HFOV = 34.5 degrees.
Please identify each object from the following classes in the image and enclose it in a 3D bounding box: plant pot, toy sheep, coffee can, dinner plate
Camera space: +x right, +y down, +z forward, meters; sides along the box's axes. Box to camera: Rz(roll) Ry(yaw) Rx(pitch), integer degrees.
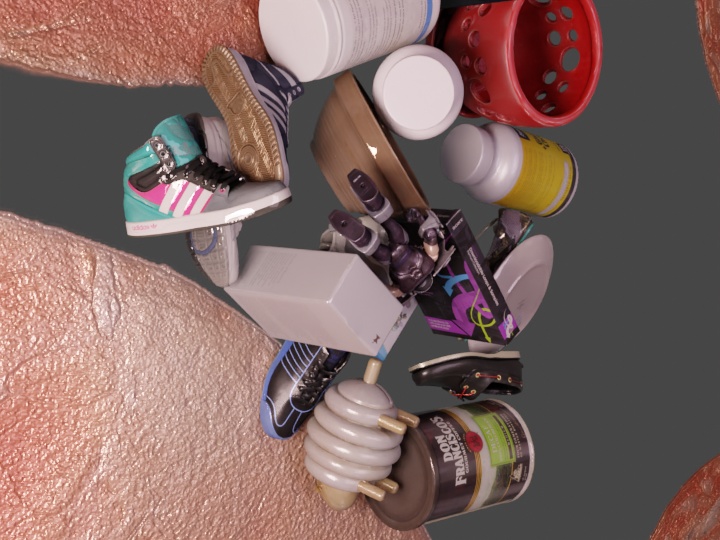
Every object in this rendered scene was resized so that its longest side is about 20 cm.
[{"bbox_3d":[0.001,-0.138,1.431,0.092,0.202,0.202,-30,120,8],"label":"plant pot"},{"bbox_3d":[0.199,-0.293,1.563,0.198,0.181,0.204,-4,96,-41],"label":"plant pot"},{"bbox_3d":[-0.004,0.207,1.455,0.137,0.137,0.203,13,99,-41],"label":"toy sheep"},{"bbox_3d":[0.117,0.258,1.562,0.198,0.145,0.149,-4,96,-42],"label":"coffee can"},{"bbox_3d":[0.223,0.043,1.658,0.200,0.024,0.202,-38,147,-30],"label":"dinner plate"}]

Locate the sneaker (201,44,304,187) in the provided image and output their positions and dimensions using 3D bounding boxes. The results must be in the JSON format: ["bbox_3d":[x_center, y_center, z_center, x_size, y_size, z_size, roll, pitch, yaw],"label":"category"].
[{"bbox_3d":[-0.103,-0.166,1.331,0.108,0.070,0.202,6,53,-52],"label":"sneaker"}]

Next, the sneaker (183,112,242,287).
[{"bbox_3d":[-0.156,-0.082,1.340,0.086,0.074,0.203,-12,102,-45],"label":"sneaker"}]

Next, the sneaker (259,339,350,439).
[{"bbox_3d":[-0.060,0.118,1.429,0.070,0.077,0.203,23,85,-37],"label":"sneaker"}]

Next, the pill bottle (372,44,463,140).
[{"bbox_3d":[0.071,-0.219,1.425,0.110,0.200,0.114,0,99,2],"label":"pill bottle"}]

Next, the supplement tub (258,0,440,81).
[{"bbox_3d":[-0.010,-0.318,1.409,0.199,0.131,0.134,-27,111,-38],"label":"supplement tub"}]

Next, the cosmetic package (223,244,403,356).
[{"bbox_3d":[-0.057,0.032,1.350,0.102,0.198,0.072,48,64,-34],"label":"cosmetic package"}]

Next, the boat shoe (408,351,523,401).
[{"bbox_3d":[0.153,0.149,1.622,0.199,0.073,0.064,3,73,-39],"label":"boat shoe"}]

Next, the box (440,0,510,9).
[{"bbox_3d":[0.152,-0.451,1.496,0.124,0.198,0.198,48,64,-34],"label":"box"}]

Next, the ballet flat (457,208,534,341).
[{"bbox_3d":[0.170,0.000,1.637,0.072,0.072,0.202,22,100,-40],"label":"ballet flat"}]

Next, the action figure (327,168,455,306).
[{"bbox_3d":[0.037,-0.028,1.345,0.131,0.069,0.200,-52,140,-8],"label":"action figure"}]

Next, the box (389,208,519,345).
[{"bbox_3d":[0.111,0.006,1.514,0.036,0.142,0.202,-43,119,-29],"label":"box"}]

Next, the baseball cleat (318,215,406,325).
[{"bbox_3d":[0.000,0.000,1.470,0.201,0.105,0.070,77,14,-48],"label":"baseball cleat"}]

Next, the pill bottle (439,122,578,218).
[{"bbox_3d":[0.208,-0.144,1.630,0.198,0.111,0.114,11,86,-42],"label":"pill bottle"}]

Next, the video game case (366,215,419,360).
[{"bbox_3d":[0.037,-0.002,1.553,0.143,0.018,0.201,49,63,-34],"label":"video game case"}]

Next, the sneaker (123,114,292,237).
[{"bbox_3d":[-0.174,-0.109,1.251,0.084,0.197,0.123,-40,121,-68],"label":"sneaker"}]
